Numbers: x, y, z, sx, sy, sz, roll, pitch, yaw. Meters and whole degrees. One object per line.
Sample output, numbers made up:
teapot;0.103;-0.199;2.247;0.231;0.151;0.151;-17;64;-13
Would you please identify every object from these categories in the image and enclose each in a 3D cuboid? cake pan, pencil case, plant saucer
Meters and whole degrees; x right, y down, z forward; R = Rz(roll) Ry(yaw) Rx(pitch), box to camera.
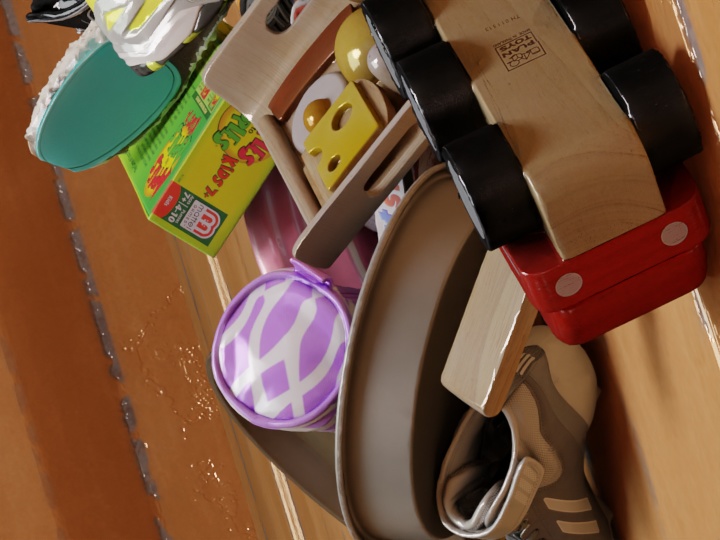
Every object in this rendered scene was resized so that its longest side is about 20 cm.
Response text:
cake pan;0.043;0.047;1.472;0.200;0.037;0.201;12;-90;-70
pencil case;-0.004;0.041;1.504;0.084;0.086;0.200;34;-170;17
plant saucer;-0.005;0.105;1.686;0.200;0.029;0.200;36;163;13
plant saucer;0.000;0.000;1.751;0.201;0.051;0.201;53;-158;-32

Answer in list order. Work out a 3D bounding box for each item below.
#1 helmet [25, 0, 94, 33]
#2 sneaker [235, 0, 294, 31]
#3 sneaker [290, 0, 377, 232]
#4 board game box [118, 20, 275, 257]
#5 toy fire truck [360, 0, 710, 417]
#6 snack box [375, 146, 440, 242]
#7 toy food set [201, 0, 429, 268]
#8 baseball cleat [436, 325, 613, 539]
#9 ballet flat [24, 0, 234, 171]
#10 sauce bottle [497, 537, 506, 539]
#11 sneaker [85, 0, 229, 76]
helmet;-0.142;-0.252;1.943;0.200;0.190;0.201;16;113;41
sneaker;-0.027;-0.169;1.743;0.200;0.078;0.077;91;156;-61
sneaker;-0.002;-0.118;1.686;0.082;0.077;0.201;-107;6;-57
board game box;-0.093;-0.086;1.731;0.048;0.102;0.200;30;-172;-18
toy fire truck;0.077;-0.019;1.241;0.176;0.128;0.200;-117;2;-50
snack box;0.034;-0.035;1.631;0.201;0.024;0.072;81;-151;-42
toy food set;-0.013;-0.106;1.520;0.060;0.144;0.200;30;-162;-30
baseball cleat;0.078;0.118;1.481;0.070;0.106;0.201;24;140;33
ballet flat;-0.121;-0.142;1.708;0.072;0.200;0.072;39;-168;-10
sauce bottle;0.063;0.111;1.727;0.200;0.066;0.066;94;158;-60
sneaker;-0.076;-0.198;1.617;0.076;0.200;0.075;45;-170;-6
